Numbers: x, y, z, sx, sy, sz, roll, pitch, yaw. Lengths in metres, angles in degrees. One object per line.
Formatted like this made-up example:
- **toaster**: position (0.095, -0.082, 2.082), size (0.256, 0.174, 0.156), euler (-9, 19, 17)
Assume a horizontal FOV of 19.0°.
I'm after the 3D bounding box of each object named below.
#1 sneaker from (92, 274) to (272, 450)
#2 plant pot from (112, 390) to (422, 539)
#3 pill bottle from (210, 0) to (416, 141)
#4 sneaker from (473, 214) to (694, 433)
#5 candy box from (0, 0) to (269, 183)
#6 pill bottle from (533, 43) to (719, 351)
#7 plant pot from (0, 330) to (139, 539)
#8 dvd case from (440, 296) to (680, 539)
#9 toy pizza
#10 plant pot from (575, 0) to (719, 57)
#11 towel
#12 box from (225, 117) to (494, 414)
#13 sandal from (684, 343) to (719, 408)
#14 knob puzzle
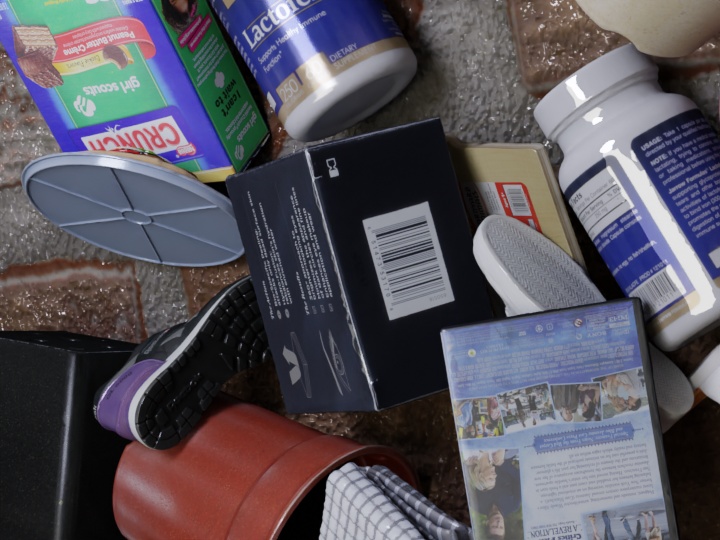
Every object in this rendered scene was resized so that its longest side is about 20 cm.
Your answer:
- **sneaker**: position (-0.140, 0.060, 1.759), size (0.087, 0.200, 0.076), euler (12, 134, 46)
- **plant pot**: position (-0.086, 0.198, 1.756), size (0.195, 0.200, 0.202), euler (25, 113, 37)
- **pill bottle**: position (-0.052, -0.212, 1.671), size (0.116, 0.116, 0.201), euler (-38, 78, 33)
- **sneaker**: position (0.136, 0.062, 1.563), size (0.200, 0.074, 0.116), euler (47, 133, 11)
- **candy box**: position (-0.191, -0.166, 1.762), size (0.168, 0.077, 0.201), euler (-5, 126, 34)
- **pill bottle**: position (0.213, -0.054, 1.535), size (0.116, 0.116, 0.201), euler (-36, 79, 34)
- **plant pot**: position (-0.262, 0.147, 1.860), size (0.199, 0.200, 0.179), euler (7, 94, 33)
- **dvd case**: position (0.141, 0.127, 1.496), size (0.142, 0.018, 0.201), euler (-9, 90, 7)
- **toy pizza**: position (-0.181, -0.058, 1.775), size (0.199, 0.200, 0.032), euler (-2, 64, 34)
- **plant pot**: position (0.233, -0.249, 1.451), size (0.201, 0.200, 0.184), euler (53, 134, 13)
- **towel**: position (0.032, 0.260, 1.625), size (0.165, 0.085, 0.201), euler (36, 126, 47)
- **box**: position (0.000, 0.000, 1.639), size (0.200, 0.117, 0.198), euler (-10, 95, 68)
- **sandal**: position (0.274, 0.082, 1.552), size (0.059, 0.079, 0.207), euler (52, 131, 13)
- **knob puzzle**: position (0.103, -0.017, 1.647), size (0.219, 0.030, 0.220), euler (33, 141, 32)
